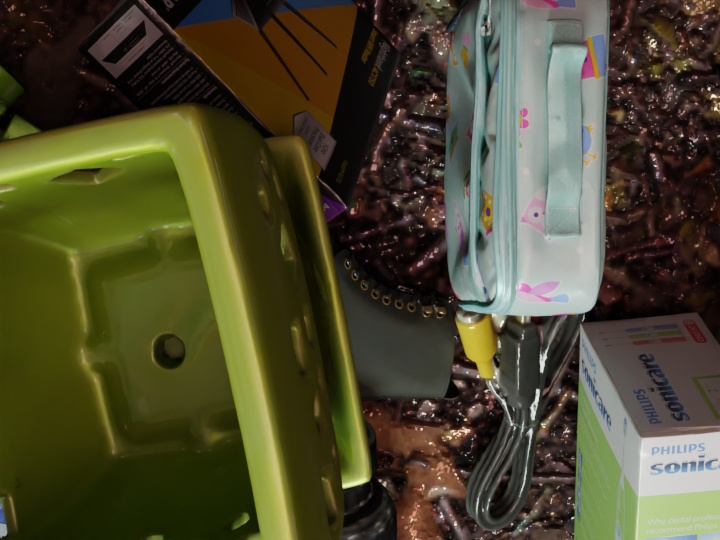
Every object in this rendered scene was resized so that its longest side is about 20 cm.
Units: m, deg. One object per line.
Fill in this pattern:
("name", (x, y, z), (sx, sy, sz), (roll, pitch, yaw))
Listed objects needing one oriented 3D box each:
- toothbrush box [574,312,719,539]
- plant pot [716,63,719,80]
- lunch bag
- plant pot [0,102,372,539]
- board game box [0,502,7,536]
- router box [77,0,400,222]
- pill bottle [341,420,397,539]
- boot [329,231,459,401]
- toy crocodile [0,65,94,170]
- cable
("toothbrush box", (0.196, 0.150, 0.855), (0.086, 0.146, 0.201), (-6, 115, -3))
("plant pot", (0.327, -0.082, 0.784), (0.177, 0.200, 0.200), (-24, 109, 16))
("lunch bag", (0.093, -0.074, 0.759), (0.077, 0.160, 0.201), (-1, 91, -3))
("plant pot", (-0.105, 0.041, 0.584), (0.199, 0.181, 0.200), (-11, 94, 16))
("board game box", (-0.208, 0.112, 0.763), (0.199, 0.199, 0.041), (18, 87, -31))
("router box", (-0.056, -0.121, 0.725), (0.051, 0.200, 0.149), (-35, 110, 28))
("pill bottle", (-0.030, 0.201, 0.881), (0.111, 0.112, 0.201), (-3, 109, -4))
("boot", (0.000, 0.000, 0.844), (0.138, 0.078, 0.201), (-2, 122, -8))
("toy crocodile", (-0.212, -0.076, 0.804), (0.200, 0.062, 0.068), (39, 84, -13))
("cable", (0.106, 0.081, 0.899), (0.097, 0.050, 0.201), (-20, 127, -30))
